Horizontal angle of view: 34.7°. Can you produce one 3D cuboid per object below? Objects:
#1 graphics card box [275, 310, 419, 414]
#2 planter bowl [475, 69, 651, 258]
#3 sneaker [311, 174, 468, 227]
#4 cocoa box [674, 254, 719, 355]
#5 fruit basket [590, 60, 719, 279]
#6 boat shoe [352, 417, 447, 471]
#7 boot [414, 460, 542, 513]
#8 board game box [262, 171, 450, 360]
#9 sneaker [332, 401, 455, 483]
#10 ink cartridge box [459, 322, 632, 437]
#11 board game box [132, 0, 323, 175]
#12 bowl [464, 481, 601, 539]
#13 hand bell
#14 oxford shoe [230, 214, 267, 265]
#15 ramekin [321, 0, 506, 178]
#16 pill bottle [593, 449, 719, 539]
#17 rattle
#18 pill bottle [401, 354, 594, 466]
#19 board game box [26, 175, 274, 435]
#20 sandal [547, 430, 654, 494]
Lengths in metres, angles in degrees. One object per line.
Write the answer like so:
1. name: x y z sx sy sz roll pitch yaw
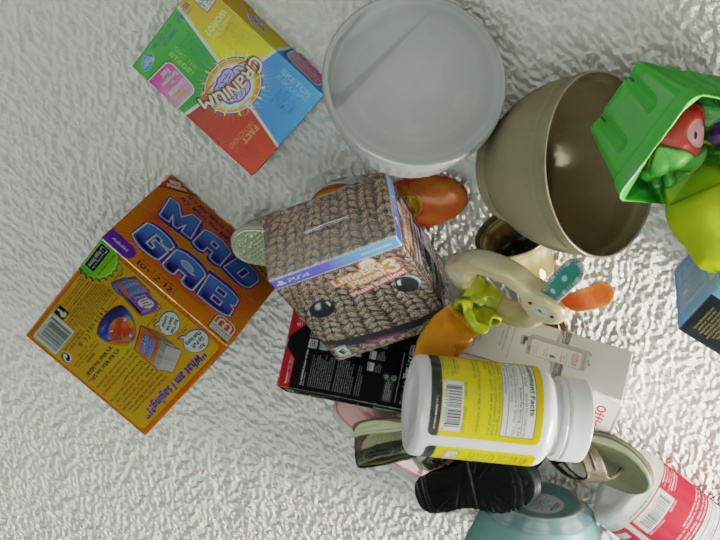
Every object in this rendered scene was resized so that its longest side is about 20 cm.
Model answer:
1. graphics card box: 0.003 0.111 1.483 0.199 0.051 0.126 9 76 14
2. planter bowl: 0.214 -0.115 1.270 0.135 0.200 0.201 3 121 48
3. sneaker: 0.033 -0.074 1.401 0.199 0.077 0.073 -6 113 19
4. cocoa box: 0.456 -0.004 1.259 0.131 0.133 0.200 31 122 -6
5. fruit basket: 0.358 -0.103 1.180 0.215 0.216 0.156 32 121 0
6. boat shoe: 0.084 0.219 1.442 0.200 0.072 0.066 -5 72 23
7. boot: 0.180 0.251 1.448 0.198 0.162 0.074 -20 85 43
8. board game box: 0.000 0.000 1.366 0.159 0.097 0.200 -20 142 14
9. sneaker: 0.064 0.207 1.529 0.200 0.075 0.105 34 132 4
10. ink cartridge box: 0.219 0.141 1.422 0.200 0.083 0.147 17 142 8
11. board game box: -0.156 -0.237 1.398 0.200 0.040 0.153 42 121 -6
12. bowl: 0.227 0.344 1.495 0.200 0.201 0.105 6 105 15
13. hand bell: 0.220 0.028 1.399 0.104 0.104 0.200 -11 124 23
14. oxford shoe: -0.065 -0.030 1.470 0.199 0.058 0.075 10 113 -4
15. ramekin: 0.056 -0.195 1.273 0.202 0.094 0.203 0 77 -2
16. pill bottle: 0.406 0.329 1.465 0.200 0.112 0.112 38 121 -3
17. rattle: 0.163 0.055 1.281 0.200 0.143 0.130 16 136 43
18. pill bottle: 0.152 0.159 1.292 0.199 0.114 0.115 7 120 -7
19. board game box: -0.260 0.043 1.483 0.200 0.200 0.200 42 121 -6
20. sandal: 0.256 0.222 1.382 0.201 0.057 0.080 28 141 -4
